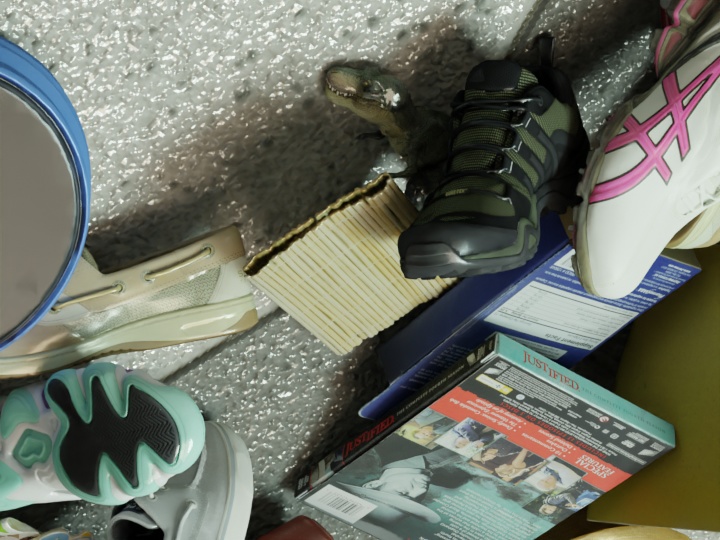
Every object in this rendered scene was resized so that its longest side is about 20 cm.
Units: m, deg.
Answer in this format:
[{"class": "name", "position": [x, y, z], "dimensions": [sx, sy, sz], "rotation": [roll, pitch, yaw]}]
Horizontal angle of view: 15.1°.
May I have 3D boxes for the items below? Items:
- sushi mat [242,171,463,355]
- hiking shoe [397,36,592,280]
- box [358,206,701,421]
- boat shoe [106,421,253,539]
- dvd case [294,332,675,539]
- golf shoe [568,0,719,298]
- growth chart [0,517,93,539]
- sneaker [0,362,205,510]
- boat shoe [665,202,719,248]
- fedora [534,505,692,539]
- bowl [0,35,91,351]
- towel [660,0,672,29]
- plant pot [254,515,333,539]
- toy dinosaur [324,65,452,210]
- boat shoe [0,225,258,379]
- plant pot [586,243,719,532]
[{"class": "sushi mat", "position": [0.000, 0.000, 1.545], "dimensions": [0.095, 0.012, 0.200], "rotation": [-32, 160, 5]}, {"class": "hiking shoe", "position": [0.067, -0.062, 1.508], "dimensions": [0.075, 0.200, 0.101], "rotation": [-6, 108, 28]}, {"class": "box", "position": [0.097, 0.033, 1.660], "dimensions": [0.200, 0.033, 0.121], "rotation": [-40, 145, 27]}, {"class": "boat shoe", "position": [-0.116, 0.158, 1.575], "dimensions": [0.068, 0.201, 0.072], "rotation": [38, 135, -26]}, {"class": "dvd case", "position": [0.075, 0.119, 1.683], "dimensions": [0.146, 0.022, 0.200], "rotation": [27, 134, -27]}, {"class": "golf shoe", "position": [0.187, -0.070, 1.531], "dimensions": [0.201, 0.092, 0.073], "rotation": [-62, 147, -8]}, {"class": "growth chart", "position": [-0.222, 0.178, 1.605], "dimensions": [0.144, 0.018, 0.199], "rotation": [-30, 143, 35]}, {"class": "sneaker", "position": [-0.132, 0.087, 1.525], "dimensions": [0.140, 0.199, 0.078], "rotation": [-7, 90, -51]}, {"class": "boat shoe", "position": [0.235, -0.097, 1.607], "dimensions": [0.200, 0.074, 0.066], "rotation": [-51, 149, 14]}, {"class": "fedora", "position": [0.132, 0.210, 1.819], "dimensions": [0.199, 0.082, 0.201], "rotation": [-13, 143, -10]}, {"class": "bowl", "position": [-0.233, -0.032, 1.403], "dimensions": [0.199, 0.039, 0.202], "rotation": [-9, 120, -16]}, {"class": "towel", "position": [0.239, -0.179, 1.598], "dimensions": [0.143, 0.023, 0.201], "rotation": [-20, 133, -12]}, {"class": "plant pot", "position": [-0.075, 0.265, 1.692], "dimensions": [0.195, 0.201, 0.201], "rotation": [-33, 137, -12]}, {"class": "toy dinosaur", "position": [0.042, -0.051, 1.578], "dimensions": [0.200, 0.047, 0.088], "rotation": [25, 106, -45]}, {"class": "boat shoe", "position": [-0.158, 0.018, 1.510], "dimensions": [0.199, 0.072, 0.065], "rotation": [-10, 96, -8]}, {"class": "plant pot", "position": [0.276, 0.072, 1.698], "dimensions": [0.199, 0.200, 0.178], "rotation": [2, 88, -32]}]
